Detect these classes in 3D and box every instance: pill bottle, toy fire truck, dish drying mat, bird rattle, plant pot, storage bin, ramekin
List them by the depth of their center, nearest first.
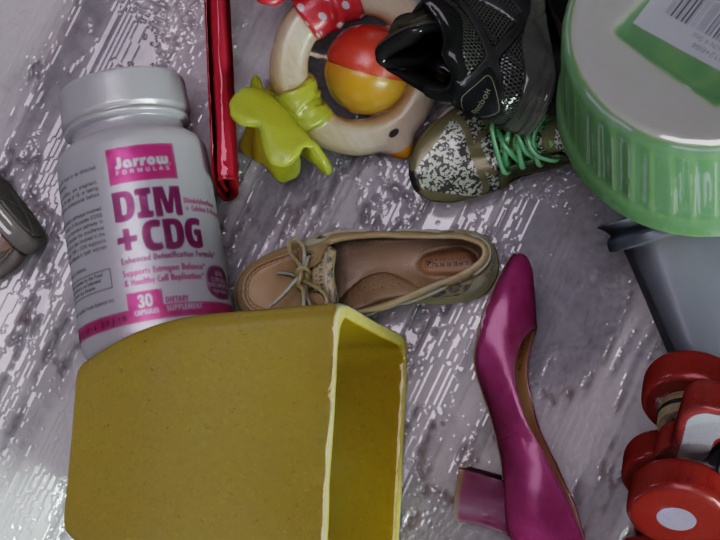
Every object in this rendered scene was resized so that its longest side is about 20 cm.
[{"bbox_3d":[0.218,-0.131,0.944,0.199,0.098,0.201,-5,65,11],"label":"ramekin"},{"bbox_3d":[0.254,0.148,0.972,0.167,0.201,0.112,11,48,8],"label":"toy fire truck"},{"bbox_3d":[0.280,0.000,1.022,0.199,0.146,0.135,-19,88,5],"label":"storage bin"},{"bbox_3d":[-0.088,0.130,1.031,0.199,0.194,0.197,0,81,15],"label":"plant pot"},{"bbox_3d":[-0.161,-0.039,1.103,0.113,0.113,0.201,-12,79,7],"label":"pill bottle"},{"bbox_3d":[-0.019,-0.161,1.109,0.162,0.113,0.201,13,89,-16],"label":"bird rattle"},{"bbox_3d":[-0.106,-0.158,1.133,0.018,0.077,0.201,-4,80,0],"label":"dish drying mat"}]

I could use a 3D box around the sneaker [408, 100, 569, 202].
[{"bbox_3d":[0.127,-0.100,1.070,0.199,0.089,0.077,-21,100,6],"label":"sneaker"}]

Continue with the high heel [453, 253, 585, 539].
[{"bbox_3d":[0.127,0.092,1.058,0.096,0.067,0.201,9,97,20],"label":"high heel"}]

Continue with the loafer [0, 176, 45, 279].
[{"bbox_3d":[-0.325,-0.079,1.162,0.063,0.072,0.200,-40,80,8],"label":"loafer"}]

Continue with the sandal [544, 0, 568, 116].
[{"bbox_3d":[0.162,-0.179,1.064,0.075,0.048,0.201,-11,46,8],"label":"sandal"}]

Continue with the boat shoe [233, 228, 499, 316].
[{"bbox_3d":[0.000,0.000,1.097,0.199,0.063,0.074,-12,79,7],"label":"boat shoe"}]

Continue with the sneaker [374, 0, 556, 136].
[{"bbox_3d":[0.070,-0.186,1.064,0.114,0.076,0.200,15,47,-19],"label":"sneaker"}]
